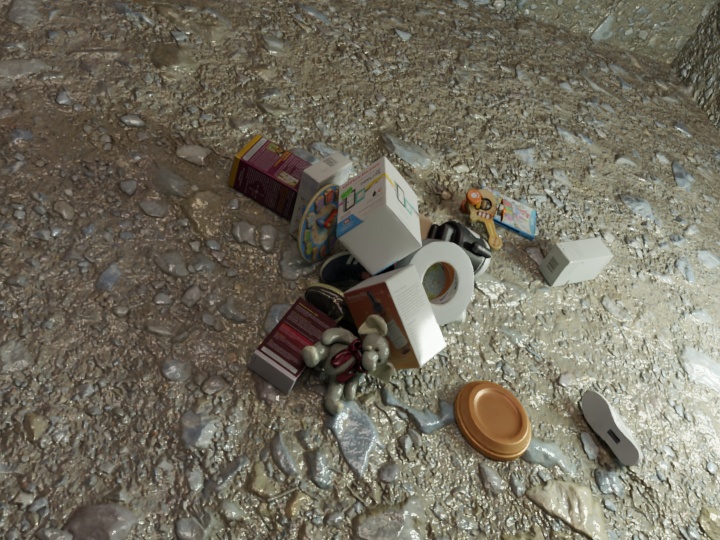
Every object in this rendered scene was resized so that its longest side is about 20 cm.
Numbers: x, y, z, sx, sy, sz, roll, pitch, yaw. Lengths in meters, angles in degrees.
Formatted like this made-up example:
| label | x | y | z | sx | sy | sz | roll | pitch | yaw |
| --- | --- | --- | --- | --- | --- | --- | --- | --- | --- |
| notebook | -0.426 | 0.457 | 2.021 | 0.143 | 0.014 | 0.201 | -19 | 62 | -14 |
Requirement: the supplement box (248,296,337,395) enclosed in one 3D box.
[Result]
| label | x | y | z | sx | sy | sz | roll | pitch | yaw |
| --- | --- | --- | --- | --- | --- | --- | --- | --- | --- |
| supplement box | -0.145 | 0.161 | 1.458 | 0.108 | 0.061 | 0.201 | 34 | 44 | 5 |

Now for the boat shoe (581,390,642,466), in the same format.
| label | x | y | z | sx | sy | sz | roll | pitch | yaw |
| --- | --- | --- | --- | --- | --- | --- | --- | --- | --- |
| boat shoe | 0.621 | 0.386 | 1.642 | 0.069 | 0.071 | 0.201 | 18 | 32 | -51 |

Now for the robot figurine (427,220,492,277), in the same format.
| label | x | y | z | sx | sy | sz | roll | pitch | yaw |
| --- | --- | --- | --- | --- | --- | --- | --- | --- | --- |
| robot figurine | 0.265 | -0.058 | 1.797 | 0.198 | 0.125 | 0.152 | 26 | 26 | -36 |

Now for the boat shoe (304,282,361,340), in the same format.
| label | x | y | z | sx | sy | sz | roll | pitch | yaw |
| --- | --- | --- | --- | --- | --- | --- | --- | --- | --- |
| boat shoe | -0.046 | 0.101 | 1.557 | 0.198 | 0.072 | 0.066 | 31 | 38 | -3 |

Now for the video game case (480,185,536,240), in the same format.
| label | x | y | z | sx | sy | sz | roll | pitch | yaw |
| --- | --- | --- | --- | --- | --- | --- | --- | --- | --- |
| video game case | 0.466 | -0.185 | 2.122 | 0.196 | 0.018 | 0.145 | 25 | 43 | -4 |

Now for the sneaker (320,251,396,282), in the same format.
| label | x | y | z | sx | sy | sz | roll | pitch | yaw |
| --- | --- | --- | --- | --- | --- | --- | --- | --- | --- |
| sneaker | 0.000 | 0.000 | 1.632 | 0.195 | 0.076 | 0.085 | -13 | 36 | -5 |

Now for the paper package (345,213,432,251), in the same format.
| label | x | y | z | sx | sy | sz | roll | pitch | yaw |
| --- | --- | --- | --- | --- | --- | --- | --- | --- | --- |
| paper package | 0.077 | -0.088 | 1.773 | 0.188 | 0.104 | 0.201 | 27 | 42 | 0 |

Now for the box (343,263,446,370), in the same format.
| label | x | y | z | sx | sy | sz | roll | pitch | yaw |
| --- | --- | --- | --- | --- | --- | --- | --- | --- | --- |
| box | 0.075 | 0.110 | 1.494 | 0.105 | 0.151 | 0.204 | -28 | 98 | -41 |

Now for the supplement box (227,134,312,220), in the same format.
| label | x | y | z | sx | sy | sz | roll | pitch | yaw |
| --- | --- | --- | --- | --- | --- | --- | --- | --- | --- |
| supplement box | -0.230 | -0.248 | 1.767 | 0.197 | 0.104 | 0.132 | 30 | 43 | 4 |

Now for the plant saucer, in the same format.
| label | x | y | z | sx | sy | sz | roll | pitch | yaw |
| --- | --- | --- | --- | --- | --- | --- | --- | --- | --- |
| plant saucer | 0.311 | 0.338 | 1.542 | 0.196 | 0.038 | 0.203 | 14 | 46 | -14 |

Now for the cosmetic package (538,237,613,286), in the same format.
| label | x | y | z | sx | sy | sz | roll | pitch | yaw |
| --- | --- | --- | --- | --- | --- | --- | --- | --- | --- |
| cosmetic package | 0.644 | -0.027 | 1.997 | 0.196 | 0.114 | 0.082 | -8 | 52 | -29 |

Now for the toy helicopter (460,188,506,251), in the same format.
| label | x | y | z | sx | sy | sz | roll | pitch | yaw |
| --- | --- | --- | --- | --- | --- | --- | --- | --- | --- |
| toy helicopter | 0.390 | -0.154 | 2.009 | 0.129 | 0.079 | 0.204 | -9 | 69 | -12 |

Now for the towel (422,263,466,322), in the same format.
| label | x | y | z | sx | sy | sz | roll | pitch | yaw |
| --- | --- | --- | --- | --- | --- | --- | --- | --- | --- |
| towel | 0.182 | 0.044 | 1.675 | 0.195 | 0.176 | 0.048 | 1 | 6 | -24 |

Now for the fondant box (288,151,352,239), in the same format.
| label | x | y | z | sx | sy | sz | roll | pitch | yaw |
| --- | --- | --- | --- | --- | --- | --- | --- | --- | --- |
| fondant box | -0.103 | -0.184 | 1.698 | 0.058 | 0.203 | 0.144 | 34 | 43 | 17 |

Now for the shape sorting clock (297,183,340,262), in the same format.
| label | x | y | z | sx | sy | sz | roll | pitch | yaw |
| --- | --- | --- | --- | --- | --- | --- | --- | --- | --- |
| shape sorting clock | -0.089 | -0.115 | 1.646 | 0.039 | 0.204 | 0.199 | 21 | 38 | 27 |

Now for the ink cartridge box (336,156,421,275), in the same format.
| label | x | y | z | sx | sy | sz | roll | pitch | yaw |
| --- | --- | --- | --- | --- | --- | --- | --- | --- | --- |
| ink cartridge box | 0.043 | -0.129 | 1.563 | 0.146 | 0.145 | 0.202 | 45 | 27 | -31 |

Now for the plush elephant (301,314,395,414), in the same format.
| label | x | y | z | sx | sy | sz | roll | pitch | yaw |
| --- | --- | --- | --- | --- | --- | --- | --- | --- | --- |
| plush elephant | -0.004 | 0.186 | 1.423 | 0.168 | 0.152 | 0.200 | 69 | 26 | -14 |

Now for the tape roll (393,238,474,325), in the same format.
| label | x | y | z | sx | sy | sz | roll | pitch | yaw |
| --- | --- | --- | --- | --- | --- | --- | --- | --- | --- |
| tape roll | 0.177 | 0.028 | 1.610 | 0.196 | 0.206 | 0.066 | 3 | 6 | -24 |
